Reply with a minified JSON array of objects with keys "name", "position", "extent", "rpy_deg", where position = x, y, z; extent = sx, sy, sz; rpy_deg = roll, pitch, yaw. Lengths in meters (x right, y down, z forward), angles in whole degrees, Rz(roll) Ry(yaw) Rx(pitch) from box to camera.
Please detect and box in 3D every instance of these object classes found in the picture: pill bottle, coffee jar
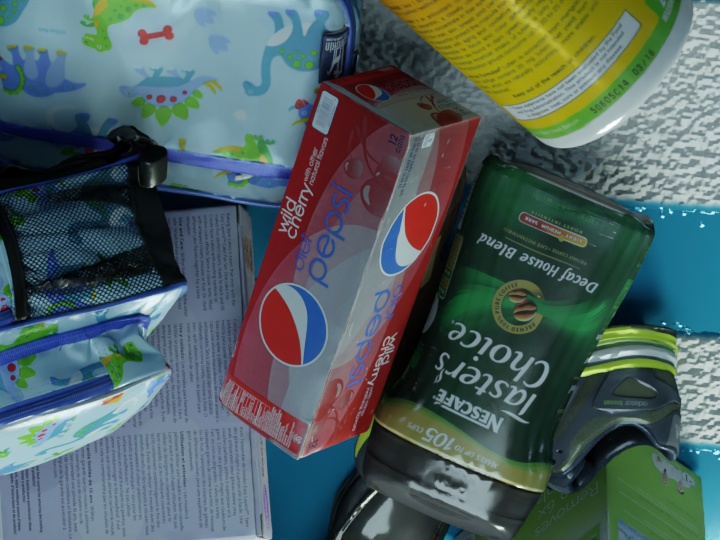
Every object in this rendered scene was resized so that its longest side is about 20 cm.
[{"name":"pill bottle","position":[0.065,-0.163,1.432],"extent":[0.200,0.111,0.111],"rpy_deg":[39,119,-23]},{"name":"coffee jar","position":[0.078,0.044,1.548],"extent":[0.104,0.085,0.200],"rpy_deg":[22,95,-1]}]

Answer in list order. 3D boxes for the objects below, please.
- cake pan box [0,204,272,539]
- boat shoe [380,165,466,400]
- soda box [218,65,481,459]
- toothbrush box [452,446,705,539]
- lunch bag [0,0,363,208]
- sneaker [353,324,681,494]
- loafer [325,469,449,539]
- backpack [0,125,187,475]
[{"name":"cake pan box","position":[-0.146,0.068,1.577],"extent":[0.184,0.052,0.200],"rpy_deg":[-7,82,8]},{"name":"boat shoe","position":[0.003,-0.003,1.589],"extent":[0.075,0.075,0.202],"rpy_deg":[31,132,17]},{"name":"soda box","position":[-0.008,-0.004,1.488],"extent":[0.063,0.070,0.200],"rpy_deg":[32,117,25]},{"name":"toothbrush box","position":[0.126,0.204,1.643],"extent":[0.086,0.200,0.146],"rpy_deg":[34,122,-21]},{"name":"lunch bag","position":[-0.100,-0.115,1.497],"extent":[0.200,0.082,0.161],"rpy_deg":[10,129,-3]},{"name":"sneaker","position":[0.092,0.092,1.618],"extent":[0.200,0.081,0.074],"rpy_deg":[-17,157,12]},{"name":"loafer","position":[0.005,0.185,1.713],"extent":[0.073,0.072,0.200],"rpy_deg":[23,123,-12]},{"name":"backpack","position":[-0.202,0.031,1.446],"extent":[0.200,0.147,0.183],"rpy_deg":[-10,166,-27]}]
